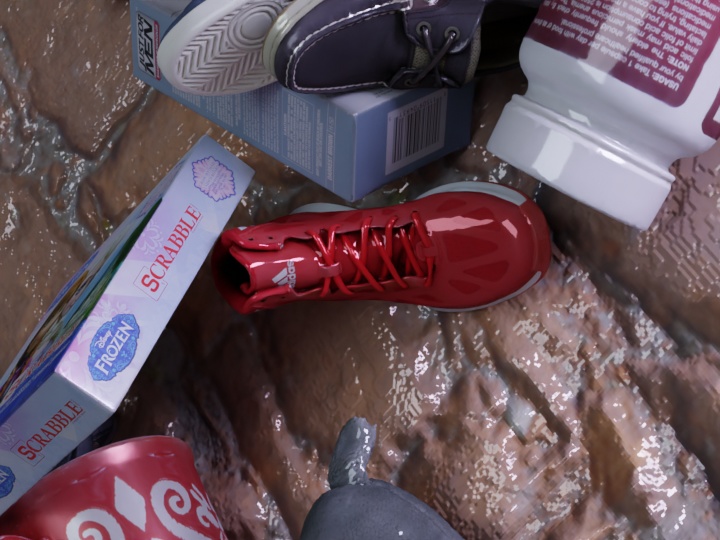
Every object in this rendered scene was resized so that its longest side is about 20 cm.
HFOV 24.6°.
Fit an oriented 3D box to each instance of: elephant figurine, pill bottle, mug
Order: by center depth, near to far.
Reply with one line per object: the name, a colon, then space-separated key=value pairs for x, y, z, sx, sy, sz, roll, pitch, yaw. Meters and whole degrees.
pill bottle: x=0.153 y=-0.130 z=0.853 sx=0.114 sy=0.114 sz=0.200 roll=33 pitch=99 yaw=35
elephant figurine: x=0.058 y=0.198 z=0.859 sx=0.200 sy=0.155 sz=0.142 roll=13 pitch=45 yaw=26
mug: x=-0.134 y=0.221 z=0.954 sx=0.200 sy=0.177 sz=0.133 roll=58 pitch=146 yaw=24

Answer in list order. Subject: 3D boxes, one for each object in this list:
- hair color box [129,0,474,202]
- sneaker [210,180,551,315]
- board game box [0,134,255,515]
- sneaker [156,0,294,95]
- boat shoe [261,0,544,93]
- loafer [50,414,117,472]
hair color box: x=-0.038 y=-0.121 z=0.986 sx=0.200 sy=0.099 sz=0.061 roll=32 pitch=135 yaw=35
sneaker: x=0.000 y=0.000 z=0.922 sx=0.200 sy=0.115 sz=0.078 roll=-8 pitch=98 yaw=40
board game box: x=-0.160 y=0.041 z=0.960 sx=0.200 sy=0.041 sz=0.200 roll=-40 pitch=17 yaw=44
sneaker: x=-0.036 y=-0.178 z=0.910 sx=0.200 sy=0.075 sz=0.085 roll=-36 pitch=56 yaw=-1
boat shoe: x=0.045 y=-0.131 z=0.893 sx=0.065 sy=0.200 sz=0.072 roll=57 pitch=150 yaw=31
loafer: x=-0.226 y=0.167 z=1.096 sx=0.072 sy=0.063 sz=0.200 roll=45 pitch=111 yaw=17
